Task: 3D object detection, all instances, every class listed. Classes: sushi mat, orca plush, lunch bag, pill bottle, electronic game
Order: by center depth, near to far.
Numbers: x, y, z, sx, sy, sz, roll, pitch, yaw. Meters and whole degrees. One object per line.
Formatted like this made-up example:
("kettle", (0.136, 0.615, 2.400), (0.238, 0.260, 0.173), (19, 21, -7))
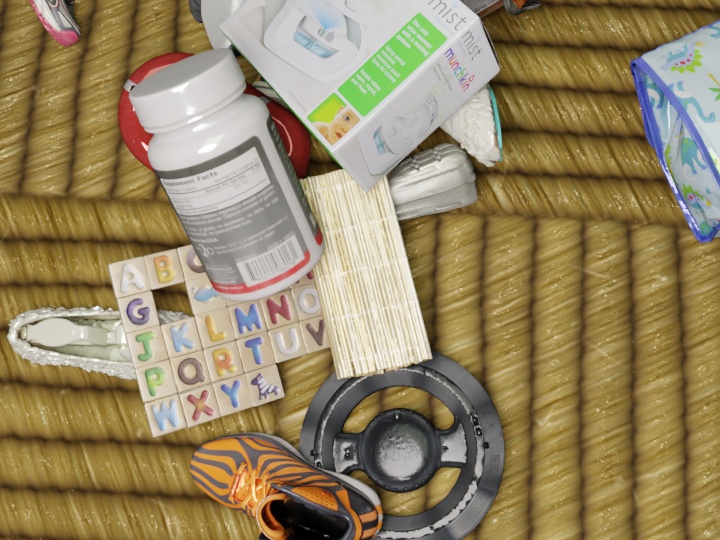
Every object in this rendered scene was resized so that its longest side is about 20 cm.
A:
("pill bottle", (-0.117, -0.084, 0.838), (0.113, 0.114, 0.201), (-25, 116, -5))
("sushi mat", (0.000, 0.000, 0.909), (0.095, 0.012, 0.201), (-15, 85, 9))
("electronic game", (0.038, 0.172, 0.909), (0.198, 0.042, 0.202), (-2, 76, 9))
("lunch bag", (0.383, -0.153, 0.944), (0.169, 0.127, 0.201), (-24, 86, -5))
("orca plush", (-0.139, -0.323, 1.047), (0.105, 0.071, 0.201), (-40, 60, 37))

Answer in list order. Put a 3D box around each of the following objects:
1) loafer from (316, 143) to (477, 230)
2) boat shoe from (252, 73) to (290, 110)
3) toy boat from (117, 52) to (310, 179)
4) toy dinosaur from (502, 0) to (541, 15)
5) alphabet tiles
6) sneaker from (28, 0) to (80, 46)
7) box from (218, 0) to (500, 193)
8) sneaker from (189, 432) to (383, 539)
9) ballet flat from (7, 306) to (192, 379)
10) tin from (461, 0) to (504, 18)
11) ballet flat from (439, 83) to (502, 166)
("loafer", (0.022, -0.062, 0.957), (0.199, 0.070, 0.070), (-19, 114, 11))
("boat shoe", (-0.014, -0.187, 0.989), (0.199, 0.075, 0.063), (14, 82, 10))
("toy boat", (-0.154, -0.134, 0.937), (0.199, 0.131, 0.131), (34, 97, 9))
("toy dinosaur", (0.148, -0.321, 0.956), (0.102, 0.137, 0.200), (19, 37, 34))
("alphabet tiles", (-0.126, 0.051, 0.919), (0.199, 0.008, 0.168), (-15, 90, -21))
("sneaker", (-0.331, -0.340, 1.032), (0.074, 0.081, 0.201), (-12, 75, -4))
("box", (-0.001, -0.209, 0.894), (0.176, 0.097, 0.200), (-42, 62, 4))
("sneaker", (-0.083, 0.197, 0.851), (0.199, 0.112, 0.078), (11, 89, 22))
("ballet flat", (-0.247, 0.069, 0.923), (0.198, 0.072, 0.072), (1, 75, 1))
("tin", (0.109, -0.322, 1.009), (0.199, 0.042, 0.112), (-33, 103, -12))
("ballet flat", (0.105, -0.172, 0.961), (0.071, 0.072, 0.201), (0, 44, 1))
